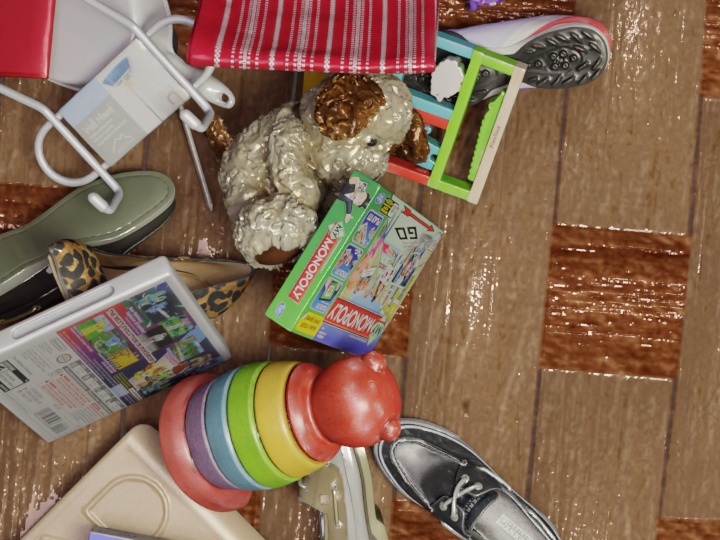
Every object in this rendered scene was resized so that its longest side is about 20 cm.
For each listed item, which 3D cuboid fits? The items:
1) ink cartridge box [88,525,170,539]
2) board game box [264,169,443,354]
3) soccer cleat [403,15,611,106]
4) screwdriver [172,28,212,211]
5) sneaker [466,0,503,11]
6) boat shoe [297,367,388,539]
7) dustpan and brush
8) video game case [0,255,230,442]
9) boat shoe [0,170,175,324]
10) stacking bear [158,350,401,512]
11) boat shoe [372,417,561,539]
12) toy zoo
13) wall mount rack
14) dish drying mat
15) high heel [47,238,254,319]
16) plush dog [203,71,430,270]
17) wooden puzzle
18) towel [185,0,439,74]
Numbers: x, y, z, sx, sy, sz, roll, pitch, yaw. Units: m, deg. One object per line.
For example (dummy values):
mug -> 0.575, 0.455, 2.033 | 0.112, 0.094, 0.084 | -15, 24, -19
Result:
ink cartridge box -> -0.143, 0.286, 1.365 | 0.199, 0.044, 0.095 | 12, 87, -5
board game box -> 0.000, 0.000, 1.322 | 0.029, 0.200, 0.135 | 31, 92, 20
soccer cleat -> 0.120, -0.188, 1.389 | 0.199, 0.073, 0.069 | -4, 112, 15
screwdriver -> -0.156, -0.150, 1.390 | 0.029, 0.028, 0.201 | -20, 91, 28
sneaker -> 0.127, -0.264, 1.385 | 0.199, 0.081, 0.084 | 9, 109, 5
boat shoe -> -0.023, 0.187, 1.391 | 0.068, 0.075, 0.201 | -14, 91, -2
dustpan and brush -> -0.193, -0.193, 1.361 | 0.200, 0.057, 0.140 | 35, 106, 23
video game case -> -0.215, 0.070, 1.323 | 0.181, 0.200, 0.023 | -25, 65, -1
boat shoe -> -0.248, -0.020, 1.381 | 0.200, 0.061, 0.072 | -27, 50, -8
stacking bear -> -0.057, 0.123, 1.319 | 0.199, 0.114, 0.122 | -17, 78, 27
boat shoe -> 0.096, 0.203, 1.398 | 0.200, 0.068, 0.072 | 40, 91, -3
toy zoo -> 0.029, -0.151, 1.372 | 0.199, 0.020, 0.132 | 20, 115, 4
wall mount rack -> -0.222, -0.150, 1.307 | 0.200, 0.075, 0.174 | -38, 104, 21
dish drying mat -> -0.286, -0.266, 1.368 | 0.076, 0.018, 0.201 | 6, 90, 35
high heel -> -0.174, -0.004, 1.325 | 0.142, 0.200, 0.072 | -25, 65, 2
plush dog -> -0.030, -0.103, 1.314 | 0.171, 0.200, 0.161 | -34, 77, 17
wooden puzzle -> -0.198, 0.265, 1.406 | 0.200, 0.046, 0.185 | -45, 94, -4
towel -> -0.036, -0.202, 1.287 | 0.199, 0.145, 0.023 | 2, 127, 3
